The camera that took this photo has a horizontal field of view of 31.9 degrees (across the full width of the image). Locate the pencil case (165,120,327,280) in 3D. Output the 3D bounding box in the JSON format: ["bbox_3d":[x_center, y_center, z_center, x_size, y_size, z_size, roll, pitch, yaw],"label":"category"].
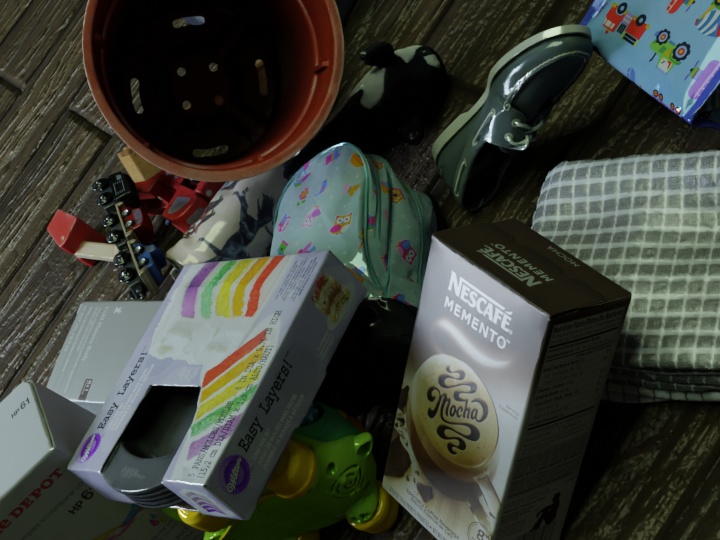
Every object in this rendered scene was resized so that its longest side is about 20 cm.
[{"bbox_3d":[-0.101,-0.063,1.169,0.201,0.078,0.089,-56,27,-6],"label":"pencil case"}]

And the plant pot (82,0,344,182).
[{"bbox_3d":[-0.126,-0.166,1.039,0.202,0.199,0.195,-56,8,-7],"label":"plant pot"}]

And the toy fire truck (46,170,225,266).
[{"bbox_3d":[-0.225,-0.056,1.287,0.199,0.049,0.142,25,80,45],"label":"toy fire truck"}]

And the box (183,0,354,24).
[{"bbox_3d":[-0.083,-0.339,1.319,0.180,0.104,0.202,11,70,44],"label":"box"}]

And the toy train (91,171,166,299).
[{"bbox_3d":[-0.218,-0.037,1.198,0.045,0.034,0.201,-27,39,-2],"label":"toy train"}]

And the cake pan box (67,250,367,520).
[{"bbox_3d":[-0.107,0.082,0.908,0.183,0.052,0.202,-5,49,50],"label":"cake pan box"}]

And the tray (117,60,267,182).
[{"bbox_3d":[-0.139,-0.154,1.214,0.199,0.037,0.098,-36,12,-12],"label":"tray"}]

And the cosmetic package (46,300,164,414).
[{"bbox_3d":[-0.179,0.090,1.125,0.198,0.090,0.108,-6,56,40],"label":"cosmetic package"}]

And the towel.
[{"bbox_3d":[0.204,0.003,0.870,0.198,0.085,0.168,-3,62,38],"label":"towel"}]

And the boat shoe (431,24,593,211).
[{"bbox_3d":[0.124,-0.116,0.990,0.200,0.072,0.063,-46,52,51],"label":"boat shoe"}]

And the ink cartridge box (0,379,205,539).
[{"bbox_3d":[-0.238,0.197,1.017,0.144,0.200,0.085,-43,44,7],"label":"ink cartridge box"}]

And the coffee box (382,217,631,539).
[{"bbox_3d":[0.090,0.082,0.830,0.113,0.079,0.203,36,127,42],"label":"coffee box"}]

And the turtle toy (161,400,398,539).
[{"bbox_3d":[-0.073,0.153,0.948,0.198,0.145,0.102,-25,55,25],"label":"turtle toy"}]

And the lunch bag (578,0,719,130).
[{"bbox_3d":[0.269,-0.217,0.908,0.151,0.093,0.202,51,122,46],"label":"lunch bag"}]

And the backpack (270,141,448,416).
[{"bbox_3d":[0.000,0.000,1.010,0.165,0.126,0.203,-23,47,30],"label":"backpack"}]

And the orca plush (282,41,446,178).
[{"bbox_3d":[0.021,-0.134,1.085,0.070,0.199,0.107,26,124,30],"label":"orca plush"}]
